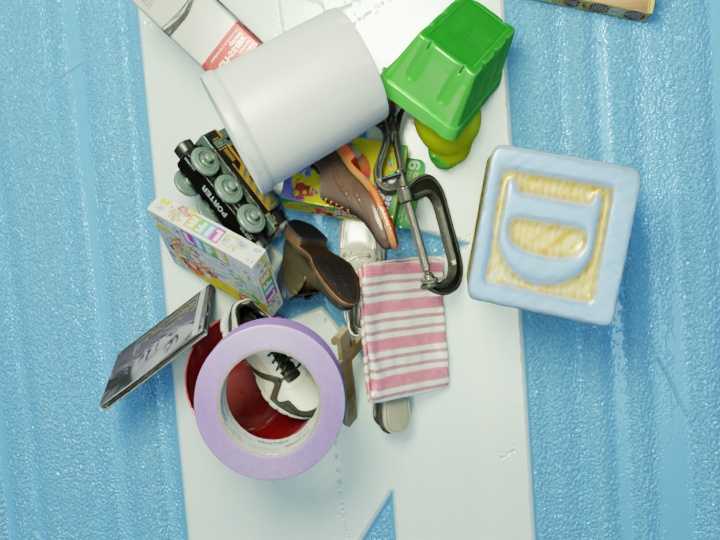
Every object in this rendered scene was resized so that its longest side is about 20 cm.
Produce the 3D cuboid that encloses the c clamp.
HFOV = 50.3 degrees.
[{"bbox_3d":[0.089,-0.053,1.084,0.027,0.170,0.204,-12,103,33],"label":"c clamp"}]

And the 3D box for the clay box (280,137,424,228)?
[{"bbox_3d":[-0.009,-0.135,1.127,0.195,0.048,0.117,10,75,8],"label":"clay box"}]

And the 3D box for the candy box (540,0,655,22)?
[{"bbox_3d":[0.318,-0.428,1.066,0.196,0.055,0.118,14,97,6],"label":"candy box"}]

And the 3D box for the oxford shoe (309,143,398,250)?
[{"bbox_3d":[-0.013,-0.099,1.061,0.072,0.071,0.202,-31,65,-1],"label":"oxford shoe"}]

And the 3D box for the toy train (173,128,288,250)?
[{"bbox_3d":[-0.189,-0.119,1.140,0.201,0.114,0.085,51,132,-2],"label":"toy train"}]

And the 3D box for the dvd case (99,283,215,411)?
[{"bbox_3d":[-0.304,0.112,1.162,0.198,0.149,0.016,-36,113,10],"label":"dvd case"}]

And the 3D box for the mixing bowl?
[{"bbox_3d":[-0.164,0.175,1.145,0.195,0.109,0.204,6,64,-12],"label":"mixing bowl"}]

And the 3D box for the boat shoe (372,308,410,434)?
[{"bbox_3d":[0.041,0.143,1.157,0.066,0.057,0.205,0,92,-31],"label":"boat shoe"}]

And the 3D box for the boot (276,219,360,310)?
[{"bbox_3d":[-0.065,0.019,1.115,0.073,0.201,0.098,6,121,-33],"label":"boot"}]

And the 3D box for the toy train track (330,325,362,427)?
[{"bbox_3d":[-0.029,0.155,1.129,0.032,0.115,0.203,21,138,26],"label":"toy train track"}]

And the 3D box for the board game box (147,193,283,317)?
[{"bbox_3d":[-0.210,-0.020,1.118,0.197,0.136,0.034,27,62,23],"label":"board game box"}]

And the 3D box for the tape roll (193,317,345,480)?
[{"bbox_3d":[-0.118,0.168,1.018,0.195,0.066,0.205,0,95,-2],"label":"tape roll"}]

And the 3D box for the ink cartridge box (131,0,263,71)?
[{"bbox_3d":[-0.222,-0.349,1.107,0.199,0.144,0.084,42,99,2],"label":"ink cartridge box"}]

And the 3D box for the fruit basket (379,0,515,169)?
[{"bbox_3d":[0.115,-0.247,1.068,0.154,0.216,0.217,36,99,3],"label":"fruit basket"}]

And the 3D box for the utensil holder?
[{"bbox_3d":[-0.083,-0.222,1.002,0.197,0.170,0.172,-29,91,-6],"label":"utensil holder"}]

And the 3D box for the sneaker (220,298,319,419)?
[{"bbox_3d":[-0.123,0.125,1.075,0.200,0.080,0.074,46,61,6],"label":"sneaker"}]

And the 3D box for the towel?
[{"bbox_3d":[0.066,0.085,1.120,0.144,0.030,0.205,-7,95,-30],"label":"towel"}]

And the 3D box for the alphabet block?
[{"bbox_3d":[0.249,-0.052,1.038,0.191,0.200,0.201,12,97,8],"label":"alphabet block"}]

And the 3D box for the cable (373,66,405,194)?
[{"bbox_3d":[0.040,-0.208,1.114,0.095,0.050,0.204,-11,82,-16],"label":"cable"}]

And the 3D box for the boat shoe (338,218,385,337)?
[{"bbox_3d":[0.000,0.000,1.143,0.069,0.069,0.205,-4,93,12],"label":"boat shoe"}]
